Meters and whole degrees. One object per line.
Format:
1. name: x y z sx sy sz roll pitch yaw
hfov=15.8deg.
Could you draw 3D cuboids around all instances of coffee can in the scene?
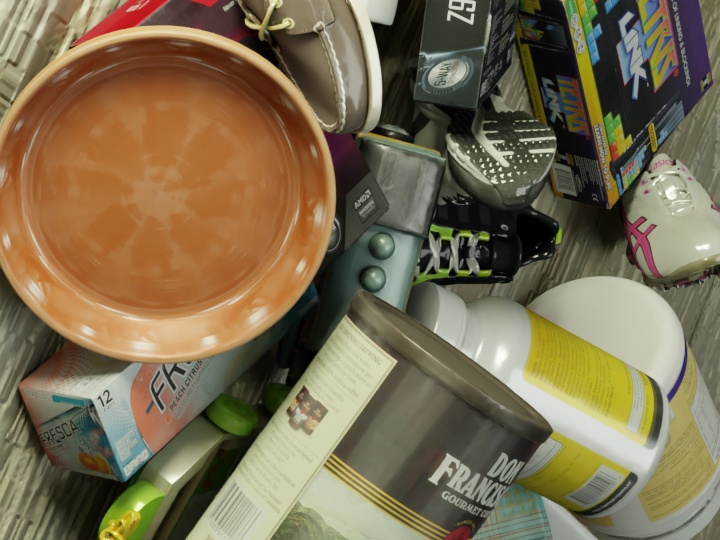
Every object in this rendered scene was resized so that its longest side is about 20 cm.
1. coffee can: 0.001 0.134 1.577 0.200 0.146 0.146 -55 145 5

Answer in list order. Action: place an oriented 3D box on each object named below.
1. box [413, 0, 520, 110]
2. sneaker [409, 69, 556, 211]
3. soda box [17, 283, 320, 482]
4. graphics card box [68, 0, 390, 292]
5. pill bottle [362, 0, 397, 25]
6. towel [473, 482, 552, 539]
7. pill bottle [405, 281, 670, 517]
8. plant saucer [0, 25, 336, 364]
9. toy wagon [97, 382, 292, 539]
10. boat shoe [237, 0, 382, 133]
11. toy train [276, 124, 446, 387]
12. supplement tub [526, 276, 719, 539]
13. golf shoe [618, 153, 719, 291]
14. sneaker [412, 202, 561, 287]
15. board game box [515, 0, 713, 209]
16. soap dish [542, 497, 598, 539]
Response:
1. box: 0.080 -0.201 1.715 0.200 0.044 0.160 -55 152 -73
2. sneaker: 0.080 -0.072 1.730 0.074 0.200 0.080 2 110 -12
3. soda box: -0.115 0.044 1.590 0.200 0.068 0.064 -43 126 -37
4. graphics card box: -0.076 -0.084 1.557 0.125 0.051 0.200 -44 115 -37
5. pill bottle: -0.003 -0.258 1.593 0.110 0.110 0.200 4 100 -55
6. towel: 0.069 0.179 1.844 0.147 0.022 0.200 -15 91 -29
7. pill bottle: 0.109 0.086 1.801 0.200 0.112 0.112 29 78 -25
8. plant saucer: -0.115 -0.044 1.489 0.032 0.200 0.200 -104 -164 -71
9. toy wagon: -0.110 0.144 1.620 0.155 0.040 0.200 -60 157 17
10. boat shoe: -0.046 -0.169 1.514 0.060 0.072 0.200 -22 95 -37
11. toy train: 0.000 0.000 1.690 0.114 0.085 0.200 178 -72 -81
12. supplement tub: 0.201 0.115 2.002 0.145 0.145 0.200 -57 143 -24
13. golf shoe: 0.235 -0.040 1.984 0.073 0.200 0.092 -18 103 -6
14. sneaker: 0.074 -0.025 1.820 0.200 0.083 0.072 -16 116 -51
15. board game box: 0.191 -0.175 1.950 0.165 0.057 0.200 -48 138 -31
16. soap dish: 0.085 0.249 1.916 0.157 0.081 0.200 43 65 -29
